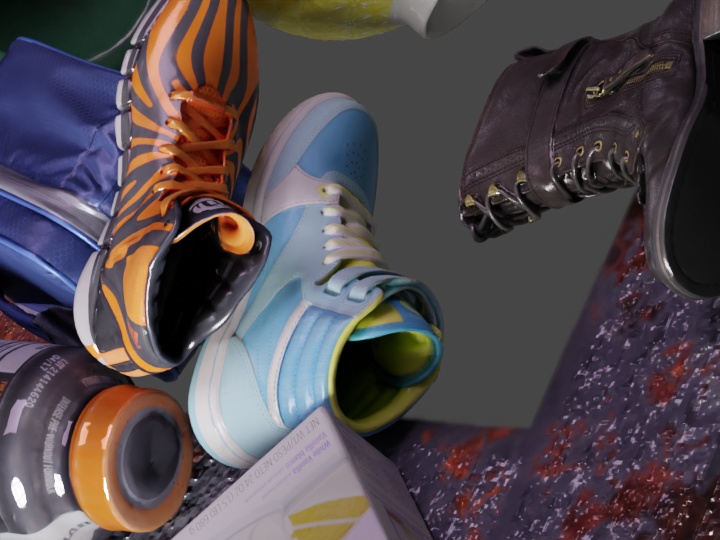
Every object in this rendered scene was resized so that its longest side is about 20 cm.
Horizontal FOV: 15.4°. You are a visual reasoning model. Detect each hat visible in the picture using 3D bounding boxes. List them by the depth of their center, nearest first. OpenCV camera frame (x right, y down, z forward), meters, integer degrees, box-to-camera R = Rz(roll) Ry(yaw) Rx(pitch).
[{"bbox_3d":[-0.196,-0.214,1.705,0.164,0.202,0.176,-3,4,-4],"label":"hat"}]

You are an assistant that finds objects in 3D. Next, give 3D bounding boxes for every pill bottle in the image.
[{"bbox_3d":[-0.182,0.088,1.362,0.199,0.106,0.107,4,58,36],"label":"pill bottle"}]

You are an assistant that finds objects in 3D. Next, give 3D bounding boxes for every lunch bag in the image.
[{"bbox_3d":[-0.143,-0.024,1.418,0.133,0.136,0.200,-55,36,-10],"label":"lunch bag"}]

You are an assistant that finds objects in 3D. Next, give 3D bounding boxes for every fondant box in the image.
[{"bbox_3d":[-0.026,0.172,1.163,0.144,0.058,0.200,-42,35,9],"label":"fondant box"}]

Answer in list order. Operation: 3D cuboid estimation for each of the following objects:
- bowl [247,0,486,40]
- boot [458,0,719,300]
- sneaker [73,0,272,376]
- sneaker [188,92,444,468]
[{"bbox_3d":[0.024,-0.187,1.400,0.108,0.200,0.200,44,92,14],"label":"bowl"},{"bbox_3d":[0.114,-0.047,1.232,0.174,0.069,0.201,-23,37,40],"label":"boot"},{"bbox_3d":[-0.074,-0.045,1.283,0.112,0.077,0.202,2,80,65],"label":"sneaker"},{"bbox_3d":[0.000,0.000,1.290,0.130,0.079,0.201,-8,60,46],"label":"sneaker"}]
